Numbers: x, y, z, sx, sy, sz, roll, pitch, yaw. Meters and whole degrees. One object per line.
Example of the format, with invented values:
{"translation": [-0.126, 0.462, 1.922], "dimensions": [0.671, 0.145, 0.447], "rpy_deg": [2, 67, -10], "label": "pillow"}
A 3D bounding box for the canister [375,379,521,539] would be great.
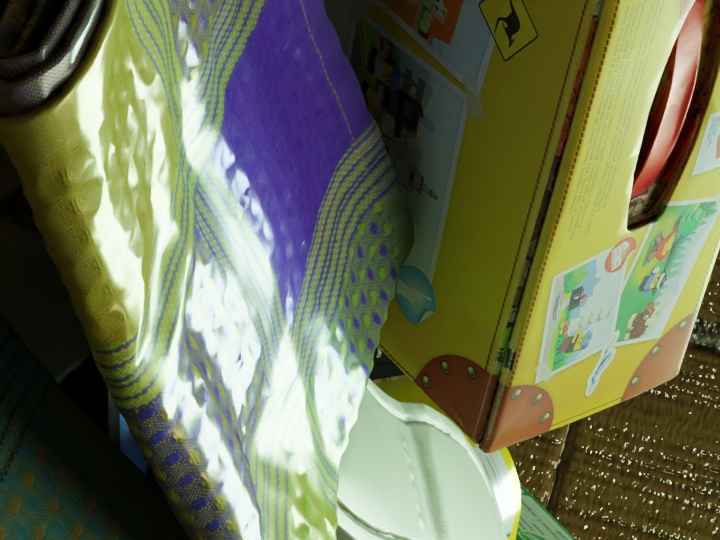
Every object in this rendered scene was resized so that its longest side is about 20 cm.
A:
{"translation": [-0.041, 0.125, 0.885], "dimensions": [0.200, 0.086, 0.149], "rpy_deg": [-20, 129, -51], "label": "canister"}

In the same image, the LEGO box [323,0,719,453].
{"translation": [0.033, -0.081, 0.720], "dimensions": [0.077, 0.149, 0.201], "rpy_deg": [-19, 138, -35], "label": "LEGO box"}

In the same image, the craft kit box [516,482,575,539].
{"translation": [0.037, 0.190, 0.994], "dimensions": [0.200, 0.048, 0.199], "rpy_deg": [-138, -118, -66], "label": "craft kit box"}

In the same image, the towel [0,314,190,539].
{"translation": [-0.100, 0.086, 0.545], "dimensions": [0.022, 0.147, 0.200], "rpy_deg": [-24, -155, 34], "label": "towel"}

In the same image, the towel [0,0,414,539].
{"translation": [-0.027, -0.020, 0.607], "dimensions": [0.201, 0.023, 0.144], "rpy_deg": [71, 24, -43], "label": "towel"}

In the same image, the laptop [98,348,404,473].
{"translation": [0.000, 0.000, 0.932], "dimensions": [0.103, 0.199, 0.178], "rpy_deg": [-116, -158, -48], "label": "laptop"}

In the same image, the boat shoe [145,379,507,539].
{"translation": [-0.024, 0.052, 0.747], "dimensions": [0.199, 0.066, 0.075], "rpy_deg": [36, 37, -62], "label": "boat shoe"}

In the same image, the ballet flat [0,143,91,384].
{"translation": [-0.077, -0.012, 0.731], "dimensions": [0.200, 0.069, 0.070], "rpy_deg": [-48, 153, -73], "label": "ballet flat"}
